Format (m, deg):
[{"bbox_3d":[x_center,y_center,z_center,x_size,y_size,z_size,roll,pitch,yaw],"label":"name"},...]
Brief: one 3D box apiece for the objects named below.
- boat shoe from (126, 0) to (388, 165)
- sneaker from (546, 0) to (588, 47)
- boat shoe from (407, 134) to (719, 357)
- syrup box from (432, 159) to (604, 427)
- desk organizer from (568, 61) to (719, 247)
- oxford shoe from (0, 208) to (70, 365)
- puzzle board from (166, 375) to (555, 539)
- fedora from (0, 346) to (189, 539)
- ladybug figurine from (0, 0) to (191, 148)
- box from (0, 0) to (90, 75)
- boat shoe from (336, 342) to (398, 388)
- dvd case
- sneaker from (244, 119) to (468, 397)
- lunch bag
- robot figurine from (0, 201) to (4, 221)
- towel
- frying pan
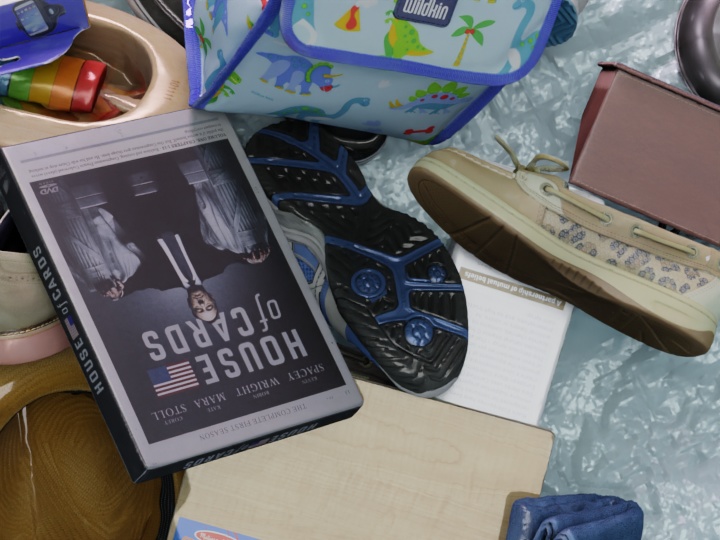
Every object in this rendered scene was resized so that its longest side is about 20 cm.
[{"bbox_3d":[-0.060,-0.139,1.505,0.200,0.057,0.069,38,82,-5],"label":"boat shoe"},{"bbox_3d":[0.051,-0.208,1.535,0.200,0.077,0.081,23,57,6],"label":"sneaker"},{"bbox_3d":[0.121,-0.021,1.425,0.200,0.073,0.063,30,74,-9],"label":"boat shoe"},{"bbox_3d":[0.076,0.045,1.483,0.081,0.079,0.200,18,80,0],"label":"syrup box"},{"bbox_3d":[0.224,-0.052,1.496,0.200,0.072,0.077,23,93,-4],"label":"desk organizer"},{"bbox_3d":[-0.165,-0.013,1.428,0.071,0.200,0.074,0,110,18],"label":"oxford shoe"},{"bbox_3d":[-0.004,0.139,1.421,0.200,0.017,0.151,15,90,1],"label":"puzzle board"},{"bbox_3d":[-0.174,0.133,1.443,0.200,0.082,0.201,-2,94,-20],"label":"fedora"},{"bbox_3d":[-0.188,-0.100,1.488,0.200,0.072,0.136,16,52,6],"label":"ladybug figurine"},{"bbox_3d":[-0.234,-0.192,1.481,0.119,0.042,0.200,-16,48,-6],"label":"box"},{"bbox_3d":[-0.072,0.055,1.485,0.200,0.073,0.065,22,55,9],"label":"boat shoe"},{"bbox_3d":[-0.101,0.008,1.379,0.150,0.025,0.200,-15,71,-36],"label":"dvd case"},{"bbox_3d":[0.000,0.000,1.460,0.076,0.077,0.200,-22,57,-19],"label":"sneaker"},{"bbox_3d":[0.013,-0.163,1.397,0.170,0.200,0.128,7,60,-28],"label":"lunch bag"},{"bbox_3d":[-0.287,-0.008,1.455,0.125,0.150,0.200,-38,83,-25],"label":"robot figurine"},{"bbox_3d":[0.115,0.228,1.420,0.048,0.112,0.200,13,99,36],"label":"towel"},{"bbox_3d":[0.225,-0.120,1.546,0.190,0.031,0.115,-39,84,-11],"label":"frying pan"}]
